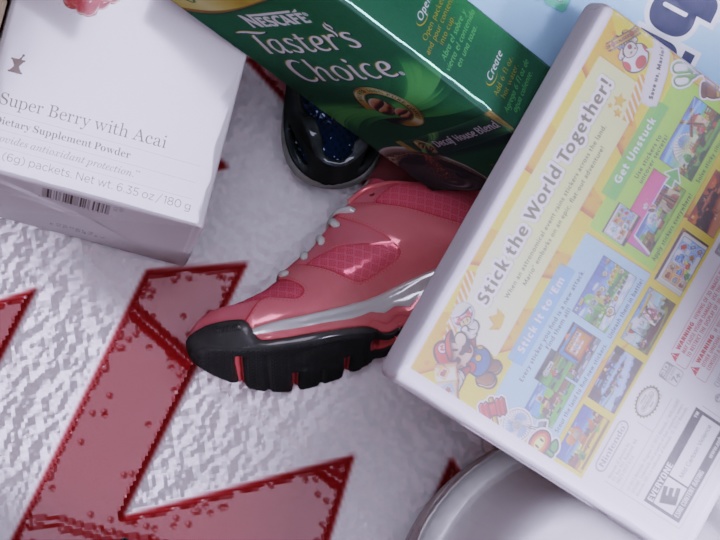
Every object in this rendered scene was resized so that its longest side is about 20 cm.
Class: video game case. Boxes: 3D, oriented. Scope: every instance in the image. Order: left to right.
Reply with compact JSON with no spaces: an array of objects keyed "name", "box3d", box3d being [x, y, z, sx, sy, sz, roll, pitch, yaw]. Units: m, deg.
[{"name":"video game case","box3d":[0.129,0.007,1.317,0.182,0.023,0.201,33,83,-23]}]

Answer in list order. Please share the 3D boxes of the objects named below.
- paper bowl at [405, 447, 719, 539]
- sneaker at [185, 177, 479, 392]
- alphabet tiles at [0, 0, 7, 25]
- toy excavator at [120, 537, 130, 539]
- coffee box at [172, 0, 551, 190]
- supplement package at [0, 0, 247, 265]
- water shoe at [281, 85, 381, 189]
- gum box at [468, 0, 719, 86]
[{"name":"paper bowl","box3d":[0.116,0.176,1.391,0.200,0.104,0.202,1,82,-7]},{"name":"sneaker","box3d":[0.000,0.000,1.432,0.199,0.074,0.087,-16,70,-14]},{"name":"alphabet tiles","box3d":[-0.177,-0.178,1.372,0.008,0.200,0.168,21,77,-32]},{"name":"toy excavator","box3d":[-0.123,0.263,1.354,0.100,0.200,0.195,25,35,-2]},{"name":"coffee box","box3d":[0.012,-0.103,1.324,0.200,0.123,0.044,36,70,-34]},{"name":"supplement package","box3d":[-0.115,-0.121,1.400,0.121,0.120,0.201,14,79,-5]},{"name":"water shoe","box3d":[-0.003,-0.144,1.439,0.071,0.079,0.201,1,81,-7]},{"name":"gum box","box3d":[0.163,-0.145,1.367,0.199,0.045,0.171,26,92,-7]}]
